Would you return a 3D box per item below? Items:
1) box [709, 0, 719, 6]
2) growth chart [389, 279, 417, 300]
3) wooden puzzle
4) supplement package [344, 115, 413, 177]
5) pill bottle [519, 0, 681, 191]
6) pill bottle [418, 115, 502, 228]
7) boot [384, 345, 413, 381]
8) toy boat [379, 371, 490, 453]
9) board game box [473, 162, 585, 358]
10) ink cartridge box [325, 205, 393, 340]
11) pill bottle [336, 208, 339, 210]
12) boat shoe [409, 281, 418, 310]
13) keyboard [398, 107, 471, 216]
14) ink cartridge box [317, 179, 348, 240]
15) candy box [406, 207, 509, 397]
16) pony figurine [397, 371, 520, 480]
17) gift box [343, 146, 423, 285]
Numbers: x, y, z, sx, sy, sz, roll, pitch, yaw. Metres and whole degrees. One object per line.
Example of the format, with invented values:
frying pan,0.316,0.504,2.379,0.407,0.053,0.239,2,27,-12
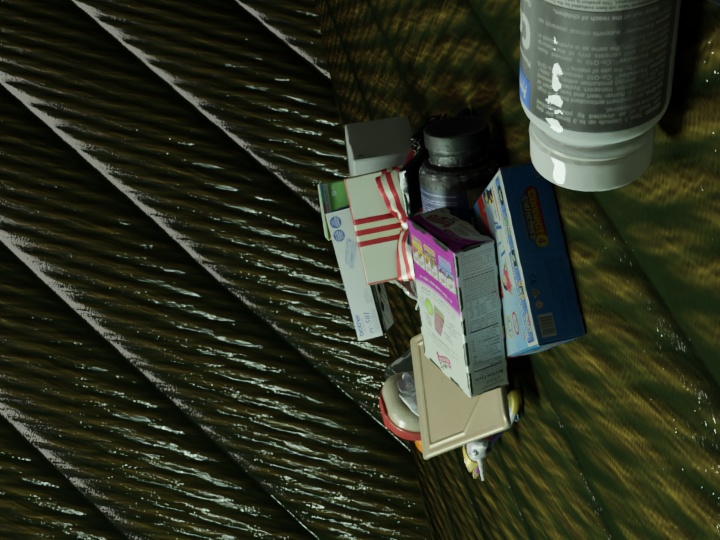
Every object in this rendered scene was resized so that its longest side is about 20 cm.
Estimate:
box,0.189,-0.152,0.420,0.200,0.140,0.079,-109,7,-64
growth chart,0.111,0.049,1.953,0.018,0.199,0.145,-58,16,3
wooden puzzle,0.144,0.158,1.593,0.200,0.037,0.187,-34,54,48
supplement package,0.044,-0.157,2.010,0.122,0.119,0.201,-102,5,-49
pill bottle,0.171,-0.164,0.804,0.114,0.113,0.201,-106,7,-48
pill bottle,0.136,-0.094,1.466,0.112,0.111,0.202,-110,10,-65
boot,0.146,0.128,1.934,0.203,0.153,0.074,-36,88,42
toy boat,0.125,0.248,1.829,0.131,0.198,0.132,-106,23,-52
board game box,0.192,-0.006,1.304,0.196,0.055,0.202,107,152,-82
ink cartridge box,0.000,0.000,1.730,0.094,0.044,0.202,-34,-70,-75
pill bottle,0.064,-0.080,1.835,0.112,0.198,0.113,170,90,-88
boat shoe,0.119,0.042,1.719,0.202,0.085,0.075,36,118,51
keyboard,0.097,-0.165,1.531,0.200,0.039,0.105,-47,-40,-45
ink cartridge box,-0.042,-0.112,2.043,0.200,0.059,0.105,-126,28,-86
candy box,0.122,0.038,1.394,0.136,0.061,0.202,-137,35,-59
pony figurine,0.166,0.191,1.683,0.194,0.165,0.201,-119,32,-42
gift box,0.090,-0.089,1.671,0.187,0.198,0.186,-33,-74,-78
